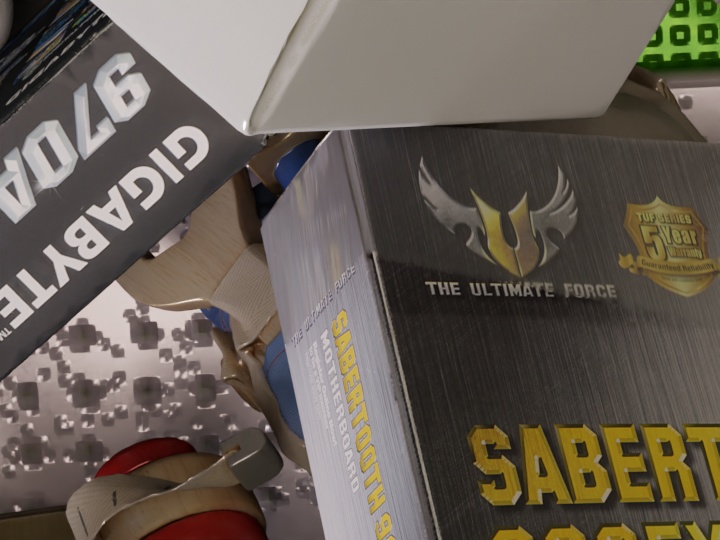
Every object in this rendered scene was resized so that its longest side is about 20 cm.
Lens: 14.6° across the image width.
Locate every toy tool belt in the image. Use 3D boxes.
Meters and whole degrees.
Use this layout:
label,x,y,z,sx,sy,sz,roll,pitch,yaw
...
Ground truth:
label,x,y,z,sx,sy,sz,roll,pitch,yaw
toy tool belt,0.000,0.000,0.747,0.199,0.125,0.123,-30,58,1

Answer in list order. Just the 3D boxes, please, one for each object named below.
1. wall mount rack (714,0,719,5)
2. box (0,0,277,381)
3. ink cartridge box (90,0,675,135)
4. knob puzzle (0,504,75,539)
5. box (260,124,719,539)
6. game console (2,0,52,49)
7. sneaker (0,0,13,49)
label,x,y,z,sx,sy,sz,roll,pitch,yaw
wall mount rack,0.090,-0.121,0.671,0.200,0.174,0.075,41,86,16
box,-0.097,-0.009,0.693,0.200,0.159,0.046,-41,102,16
ink cartridge box,-0.031,-0.119,0.619,0.200,0.146,0.084,42,117,26
knob puzzle,-0.146,0.173,0.766,0.219,0.030,0.221,-1,91,-32
box,0.088,0.050,0.622,0.199,0.048,0.159,3,61,-28
game console,-0.143,-0.149,0.762,0.176,0.031,0.201,-1,98,-3
sneaker,-0.171,-0.024,0.726,0.199,0.087,0.075,-28,132,20
